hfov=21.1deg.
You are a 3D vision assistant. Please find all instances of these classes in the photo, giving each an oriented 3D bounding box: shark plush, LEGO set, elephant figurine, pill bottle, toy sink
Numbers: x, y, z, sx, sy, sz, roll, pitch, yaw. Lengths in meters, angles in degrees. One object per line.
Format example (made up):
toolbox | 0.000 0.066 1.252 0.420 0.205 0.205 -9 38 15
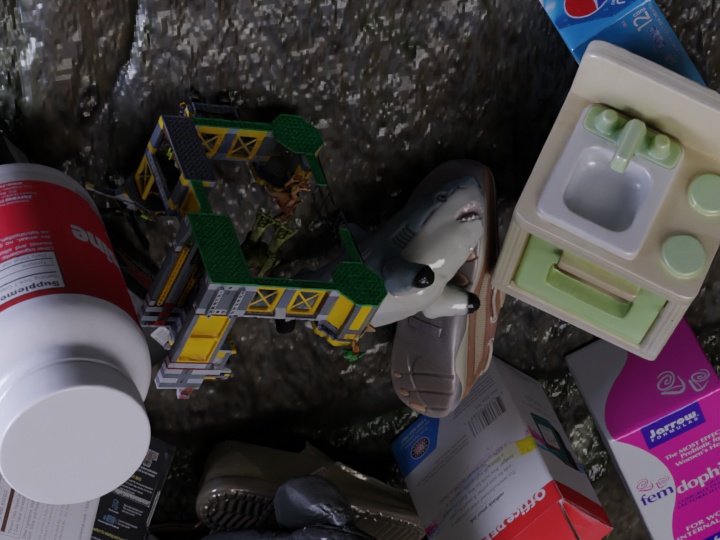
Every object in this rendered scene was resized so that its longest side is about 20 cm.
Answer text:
shark plush | 0.000 0.000 1.336 0.199 0.084 0.091 -21 158 34
LEGO set | -0.081 -0.004 1.231 0.153 0.201 0.116 -4 141 -36
elephant figurine | -0.035 0.220 1.387 0.155 0.142 0.200 10 143 -42
pill bottle | -0.184 0.036 1.114 0.112 0.200 0.113 -12 130 -14
toy sink | 0.171 -0.037 1.263 0.130 0.112 0.200 25 159 5

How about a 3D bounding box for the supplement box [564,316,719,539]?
supplement box | 0.250 0.138 1.544 0.101 0.104 0.200 -26 132 4

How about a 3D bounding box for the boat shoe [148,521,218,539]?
boat shoe | -0.111 0.224 1.499 0.201 0.075 0.075 -3 125 -19

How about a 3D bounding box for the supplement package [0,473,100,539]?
supplement package | -0.269 0.106 1.218 0.199 0.121 0.121 17 167 -21

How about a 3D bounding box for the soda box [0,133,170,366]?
soda box | -0.200 -0.008 1.256 0.063 0.071 0.200 -36 133 11

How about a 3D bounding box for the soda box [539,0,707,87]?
soda box | 0.198 -0.124 1.313 0.064 0.068 0.200 -34 134 10

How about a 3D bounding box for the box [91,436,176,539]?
box | -0.239 0.163 1.349 0.199 0.043 0.161 28 75 -38

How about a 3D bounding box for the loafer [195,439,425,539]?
loafer | -0.034 0.170 1.479 0.199 0.069 0.076 17 135 -30

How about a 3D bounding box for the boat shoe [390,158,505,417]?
boat shoe | 0.068 0.007 1.387 0.072 0.075 0.201 -28 136 -46

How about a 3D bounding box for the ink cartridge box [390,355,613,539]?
ink cartridge box | 0.110 0.176 1.452 0.116 0.201 0.067 -43 131 19

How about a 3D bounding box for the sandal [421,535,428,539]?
sandal | 0.052 0.221 1.563 0.199 0.075 0.045 -32 123 11
